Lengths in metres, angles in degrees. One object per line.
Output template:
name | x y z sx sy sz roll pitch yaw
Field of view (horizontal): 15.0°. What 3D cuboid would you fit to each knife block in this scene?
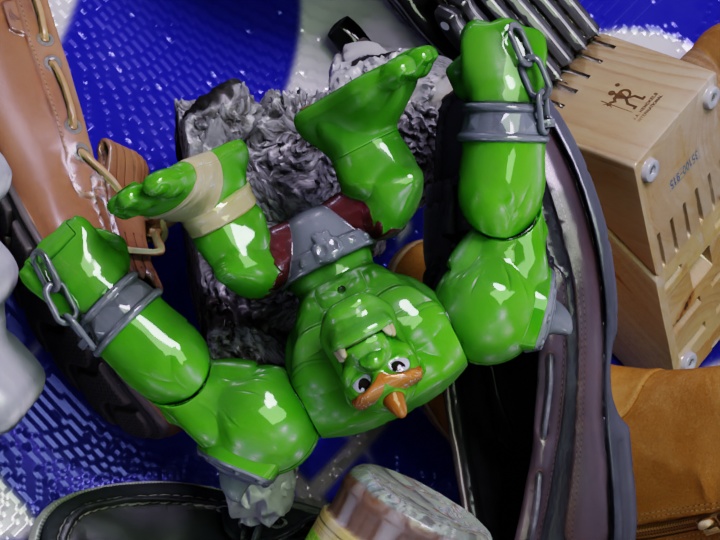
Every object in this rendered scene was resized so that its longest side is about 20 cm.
knife block | 0.072 -0.055 1.185 0.064 0.175 0.200 -46 140 -27

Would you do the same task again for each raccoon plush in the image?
raccoon plush | 0.000 0.000 1.089 0.133 0.097 0.201 -6 79 -8

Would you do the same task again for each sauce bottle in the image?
sauce bottle | -0.024 0.170 1.015 0.065 0.065 0.201 27 95 -14

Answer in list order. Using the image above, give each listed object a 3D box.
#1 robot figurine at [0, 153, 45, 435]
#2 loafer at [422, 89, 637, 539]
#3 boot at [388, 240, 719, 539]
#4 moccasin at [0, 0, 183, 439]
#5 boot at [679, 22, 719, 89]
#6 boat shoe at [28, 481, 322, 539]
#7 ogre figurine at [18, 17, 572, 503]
robot figurine | -0.205 -0.006 1.004 0.170 0.113 0.200 -44 95 5
loafer | 0.057 0.026 1.037 0.063 0.072 0.201 -13 94 -39
boot | 0.106 0.054 1.098 0.071 0.144 0.202 -36 92 -36
moccasin | -0.110 -0.029 1.083 0.077 0.074 0.202 -23 74 -20
boot | 0.225 -0.057 1.197 0.144 0.071 0.201 -36 55 -19
boat shoe | -0.029 0.124 1.069 0.199 0.066 0.075 22 67 -16
ogre figurine | -0.007 -0.001 0.991 0.199 0.098 0.120 -27 91 -19
